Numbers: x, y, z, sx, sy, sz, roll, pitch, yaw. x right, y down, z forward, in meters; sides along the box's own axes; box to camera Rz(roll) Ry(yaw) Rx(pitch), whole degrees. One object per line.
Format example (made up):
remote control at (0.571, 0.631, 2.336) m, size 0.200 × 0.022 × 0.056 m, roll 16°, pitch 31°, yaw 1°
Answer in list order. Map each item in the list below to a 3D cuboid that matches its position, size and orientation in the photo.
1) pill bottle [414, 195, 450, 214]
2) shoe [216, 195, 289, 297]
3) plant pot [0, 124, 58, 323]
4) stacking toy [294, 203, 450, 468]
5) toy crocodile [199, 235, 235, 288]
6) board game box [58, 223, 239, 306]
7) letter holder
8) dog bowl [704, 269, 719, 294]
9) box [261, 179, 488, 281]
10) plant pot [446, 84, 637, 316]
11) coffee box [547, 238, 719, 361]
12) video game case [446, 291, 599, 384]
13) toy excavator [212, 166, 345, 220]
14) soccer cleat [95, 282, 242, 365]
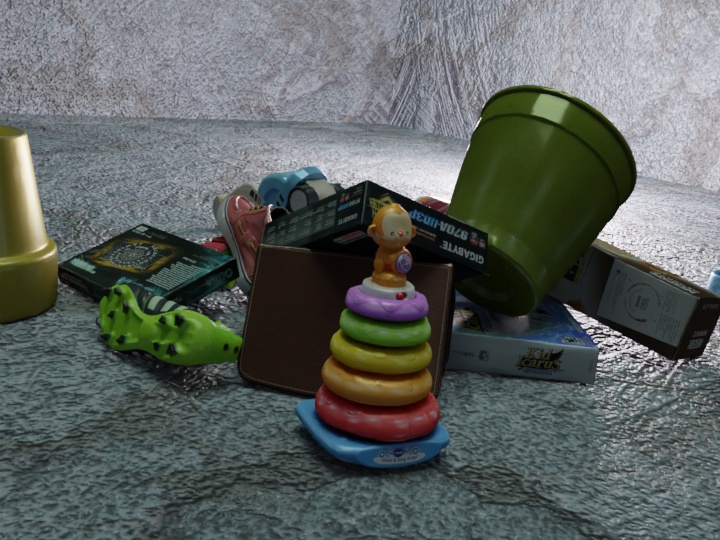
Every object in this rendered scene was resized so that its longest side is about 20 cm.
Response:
pill bottle at (0.144, -0.032, 1.304) m, size 0.112 × 0.117 × 0.199 m, roll -3°, pitch 17°, yaw -32°
shoe at (-0.125, -0.054, 1.179) m, size 0.071 × 0.091 × 0.202 m, roll 26°, pitch 26°, yaw -34°
plant pot at (-0.433, -0.060, 1.009) m, size 0.196 × 0.193 × 0.201 m, roll 6°, pitch 14°, yaw -2°
stacking toy at (0.020, 0.047, 0.752) m, size 0.114 × 0.205 × 0.109 m, roll 0°, pitch 14°, yaw -26°
toy crocodile at (-0.181, -0.019, 1.221) m, size 0.066 × 0.063 × 0.200 m, roll 10°, pitch 15°, yaw 18°
board game box at (-0.257, 0.000, 1.102) m, size 0.198 × 0.029 × 0.134 m, roll 19°, pitch 38°, yaw 41°
letter holder at (-0.010, 0.067, 0.916) m, size 0.195 × 0.145 × 0.101 m, roll 6°, pitch -18°, yaw 9°
dog bowl at (0.600, 0.032, 1.383) m, size 0.196 × 0.051 × 0.111 m, roll -2°, pitch 16°, yaw -29°
box at (0.010, -0.023, 0.947) m, size 0.157 × 0.047 × 0.198 m, roll 21°, pitch -21°, yaw -32°
plant pot at (0.178, -0.063, 1.028) m, size 0.197 × 0.202 × 0.194 m, roll 16°, pitch 60°, yaw 35°
coffee box at (0.325, 0.026, 1.121) m, size 0.198 × 0.081 × 0.113 m, roll 31°, pitch 18°, yaw 35°
video game case at (0.161, 0.067, 1.062) m, size 0.177 × 0.047 × 0.200 m, roll 5°, pitch 14°, yaw -3°
toy excavator at (-0.140, -0.109, 1.483) m, size 0.099 × 0.196 × 0.200 m, roll -11°, pitch 50°, yaw -50°
soccer cleat at (-0.195, 0.059, 0.914) m, size 0.080 × 0.069 × 0.198 m, roll 21°, pitch -5°, yaw -43°
